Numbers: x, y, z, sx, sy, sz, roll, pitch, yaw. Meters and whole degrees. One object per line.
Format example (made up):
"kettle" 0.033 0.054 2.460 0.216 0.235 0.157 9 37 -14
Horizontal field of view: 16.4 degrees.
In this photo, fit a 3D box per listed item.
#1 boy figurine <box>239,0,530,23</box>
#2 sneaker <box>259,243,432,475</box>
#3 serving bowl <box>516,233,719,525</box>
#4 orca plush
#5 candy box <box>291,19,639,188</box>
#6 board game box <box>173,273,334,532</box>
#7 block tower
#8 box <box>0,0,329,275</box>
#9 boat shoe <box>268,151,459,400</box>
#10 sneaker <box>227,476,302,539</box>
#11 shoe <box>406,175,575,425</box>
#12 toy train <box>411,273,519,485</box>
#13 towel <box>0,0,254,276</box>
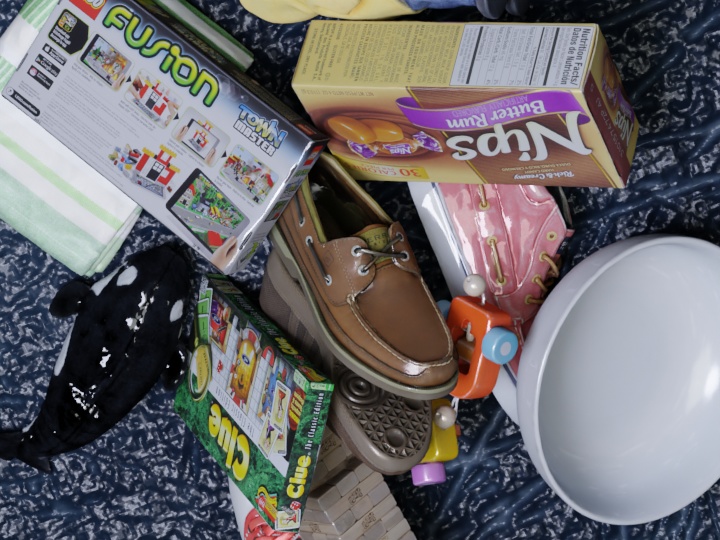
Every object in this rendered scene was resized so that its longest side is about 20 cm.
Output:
"boy figurine" 0.013 -0.192 1.625 0.199 0.124 0.065 5 101 30
"sneaker" -0.011 0.068 1.659 0.070 0.201 0.076 -6 139 -25
"serving bowl" 0.181 0.066 1.685 0.199 0.066 0.201 -11 111 -29
"orca plush" -0.191 0.070 1.715 0.200 0.071 0.105 -36 98 19
"candy box" 0.070 -0.107 1.610 0.199 0.057 0.117 4 151 23
"board game box" -0.074 0.085 1.663 0.023 0.200 0.105 3 108 -26
"block tower" 0.002 0.190 1.699 0.054 0.058 0.201 -36 109 -28
"box" -0.129 -0.101 1.640 0.200 0.035 0.110 39 106 11
"boat shoe" 0.000 0.000 1.615 0.072 0.200 0.068 -16 138 -32
"sneaker" -0.045 0.216 1.739 0.067 0.108 0.203 -15 104 6
"shoe" 0.109 0.003 1.692 0.091 0.071 0.201 -21 100 12
"toy train" 0.039 0.060 1.681 0.055 0.199 0.151 0 104 -40
"towel" -0.186 -0.112 1.700 0.152 0.023 0.200 37 106 -7
